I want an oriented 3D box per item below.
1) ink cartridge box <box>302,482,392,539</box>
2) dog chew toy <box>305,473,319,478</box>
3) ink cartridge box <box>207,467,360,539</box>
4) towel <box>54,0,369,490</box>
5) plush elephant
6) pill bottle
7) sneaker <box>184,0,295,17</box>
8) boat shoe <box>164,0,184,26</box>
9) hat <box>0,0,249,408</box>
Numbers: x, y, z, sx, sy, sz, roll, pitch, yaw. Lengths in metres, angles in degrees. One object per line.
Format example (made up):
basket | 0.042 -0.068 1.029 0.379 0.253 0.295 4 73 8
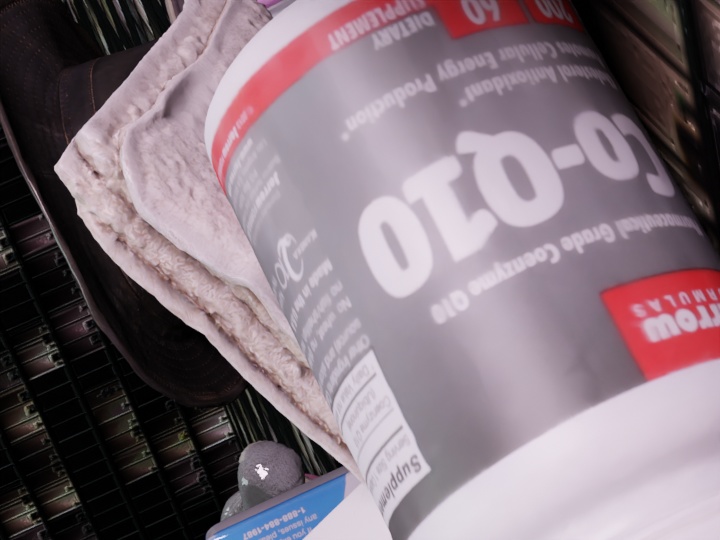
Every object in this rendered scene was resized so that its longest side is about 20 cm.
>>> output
ink cartridge box | 0.027 0.170 0.634 0.200 0.125 0.129 36 -155 -18
dog chew toy | -0.034 0.274 1.793 0.200 0.124 0.125 46 159 46
ink cartridge box | 0.028 0.193 0.981 0.084 0.144 0.201 138 108 -83
towel | 0.000 0.000 0.639 0.200 0.034 0.133 42 -146 -11
plush elephant | -0.013 0.187 1.357 0.155 0.164 0.200 -61 -5 -55
pill bottle | 0.046 0.020 0.535 0.114 0.114 0.200 86 158 -67
sneaker | -0.015 -0.080 0.808 0.089 0.080 0.201 -88 -21 -73
boat shoe | -0.022 -0.079 0.894 0.200 0.074 0.073 61 162 -18
hat | -0.075 -0.046 0.830 0.201 0.081 0.201 53 -162 -25
